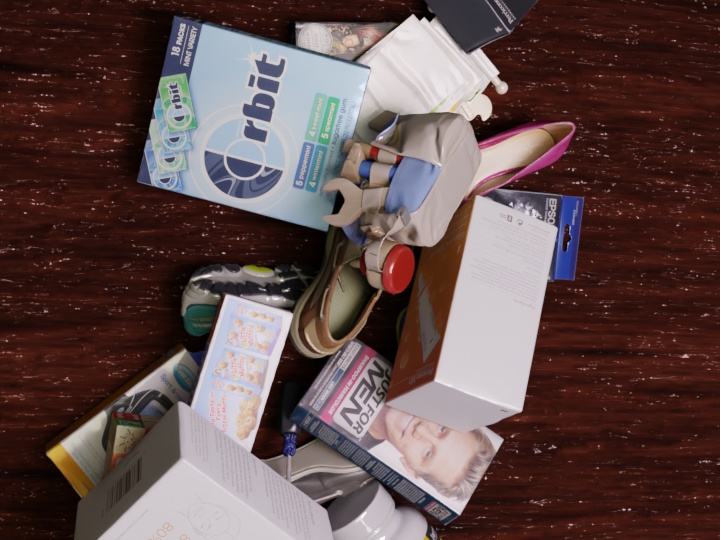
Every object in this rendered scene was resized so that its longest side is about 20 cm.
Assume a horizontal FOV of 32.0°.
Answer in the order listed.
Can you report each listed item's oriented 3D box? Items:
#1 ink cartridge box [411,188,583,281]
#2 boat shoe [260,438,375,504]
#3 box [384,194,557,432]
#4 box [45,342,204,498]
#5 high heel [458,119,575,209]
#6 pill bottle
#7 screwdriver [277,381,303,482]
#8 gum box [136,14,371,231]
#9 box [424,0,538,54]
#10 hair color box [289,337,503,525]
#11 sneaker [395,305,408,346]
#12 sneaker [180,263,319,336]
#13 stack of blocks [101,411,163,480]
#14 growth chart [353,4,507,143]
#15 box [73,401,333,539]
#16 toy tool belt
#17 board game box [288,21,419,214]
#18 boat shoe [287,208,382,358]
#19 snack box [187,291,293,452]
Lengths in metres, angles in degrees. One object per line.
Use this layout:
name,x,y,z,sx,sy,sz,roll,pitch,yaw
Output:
ink cartridge box,0.157,-0.041,1.380,0.200,0.039,0.100,3,95,-16
boat shoe,-0.051,0.224,1.348,0.200,0.067,0.057,-13,123,-8
box,0.111,0.046,1.260,0.097,0.124,0.200,21,67,-16
box,-0.212,0.169,1.307,0.200,0.041,0.119,-37,105,-10
high heel,0.131,-0.109,1.299,0.200,0.096,0.067,-16,79,-31
pill bottle,0.046,0.326,1.356,0.111,0.111,0.200,-40,105,-7
screwdriver,-0.075,0.207,1.299,0.028,0.029,0.200,-2,57,5
gum box,-0.107,-0.148,1.259,0.200,0.045,0.170,14,104,-4
box,0.106,-0.347,1.285,0.200,0.079,0.141,50,56,-15
hair color box,0.037,0.164,1.306,0.200,0.061,0.100,34,65,1
sneaker,0.088,0.132,1.363,0.066,0.078,0.200,-17,102,-14
sneaker,-0.091,0.040,1.317,0.200,0.078,0.080,6,124,-20
stack of blocks,-0.207,0.252,1.268,0.115,0.059,0.200,9,95,-17
growth chart,0.048,-0.183,1.307,0.200,0.018,0.145,-36,105,-8
box,-0.144,0.251,1.177,0.152,0.106,0.200,-44,113,11
toy tool belt,0.025,-0.072,1.212,0.200,0.123,0.125,-60,146,-24
board game box,-0.006,-0.160,1.323,0.135,0.035,0.200,-3,97,-15
boat shoe,0.000,0.000,1.266,0.076,0.074,0.200,34,68,-25
snack box,-0.130,0.127,1.231,0.072,0.024,0.200,17,90,-15
